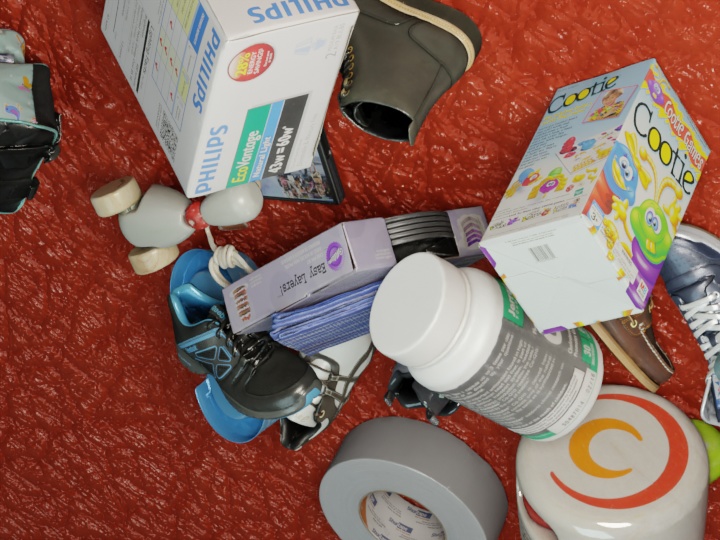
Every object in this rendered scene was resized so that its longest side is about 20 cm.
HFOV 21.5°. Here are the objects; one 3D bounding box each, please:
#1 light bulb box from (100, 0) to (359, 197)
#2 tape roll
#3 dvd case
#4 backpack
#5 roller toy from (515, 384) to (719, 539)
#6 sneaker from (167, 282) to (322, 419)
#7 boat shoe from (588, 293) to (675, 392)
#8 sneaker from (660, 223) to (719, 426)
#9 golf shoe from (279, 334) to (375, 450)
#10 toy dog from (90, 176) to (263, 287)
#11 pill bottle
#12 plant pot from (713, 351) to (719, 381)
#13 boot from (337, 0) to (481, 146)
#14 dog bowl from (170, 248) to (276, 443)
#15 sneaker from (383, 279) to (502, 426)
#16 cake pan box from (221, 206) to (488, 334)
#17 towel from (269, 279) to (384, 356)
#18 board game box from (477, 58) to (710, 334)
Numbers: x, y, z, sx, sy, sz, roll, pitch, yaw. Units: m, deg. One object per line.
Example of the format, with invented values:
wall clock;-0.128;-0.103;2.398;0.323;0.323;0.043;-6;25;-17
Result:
light bulb box;-0.114;-0.206;1.564;0.201;0.124;0.199;60;151;27
tape roll;0.057;0.251;2.047;0.198;0.066;0.201;17;138;16
dvd case;-0.101;-0.147;1.773;0.141;0.018;0.201;6;133;27
backpack;-0.409;-0.148;1.831;0.198;0.155;0.176;-3;155;-30
roller toy;0.237;0.216;1.803;0.198;0.183;0.141;14;139;20
sneaker;-0.119;0.078;1.811;0.199;0.073;0.082;23;143;40
boat shoe;0.228;0.027;1.706;0.070;0.071;0.200;-41;116;8
sneaker;0.311;0.058;1.651;0.070;0.109;0.200;-23;117;44
golf shoe;-0.039;0.111;1.943;0.077;0.095;0.201;24;139;10
toy dog;-0.162;-0.063;1.837;0.198;0.096;0.133;10;129;29
pill bottle;0.110;0.066;1.662;0.199;0.114;0.113;28;147;-35
plant pot;0.409;0.064;1.543;0.196;0.197;0.199;46;148;-17
boot;-0.014;-0.181;1.589;0.198;0.139;0.078;14;138;21
dog bowl;-0.129;0.072;1.927;0.111;0.049;0.202;-14;91;48
sneaker;0.101;0.089;1.792;0.078;0.140;0.199;46;139;-17
cake pan box;0.000;0.000;1.743;0.199;0.183;0.053;-28;77;48
towel;-0.005;0.040;1.766;0.143;0.200;0.024;-20;81;4
board game box;0.193;-0.060;1.531;0.104;0.201;0.103;-15;123;40
